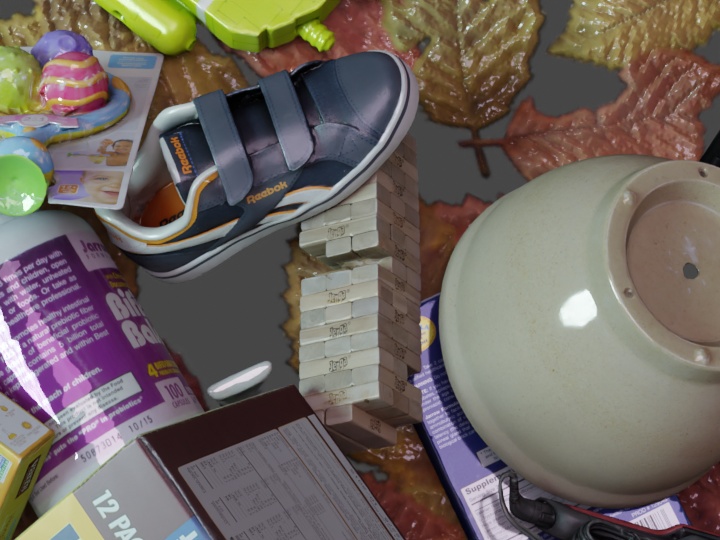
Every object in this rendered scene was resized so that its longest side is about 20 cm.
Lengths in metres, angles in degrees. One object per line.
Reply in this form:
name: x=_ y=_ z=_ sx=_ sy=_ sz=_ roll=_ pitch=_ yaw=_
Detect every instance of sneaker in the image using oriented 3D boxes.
sneaker: x=-0.062 y=-0.066 z=1.085 sx=0.199 sy=0.079 sz=0.079 roll=-35 pitch=55 yaw=13

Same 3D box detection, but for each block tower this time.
block tower: x=0.000 y=0.000 z=1.100 sx=0.054 sy=0.058 sz=0.202 roll=-12 pitch=65 yaw=26

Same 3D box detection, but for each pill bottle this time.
pill bottle: x=-0.177 y=0.038 z=1.077 sx=0.112 sy=0.112 sz=0.201 roll=-31 pitch=81 yaw=-10

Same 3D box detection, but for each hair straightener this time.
hair straightener: x=0.166 y=0.154 z=1.049 sx=0.199 sy=0.077 sz=0.041 roll=23 pitch=96 yaw=-13

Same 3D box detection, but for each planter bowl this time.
planter bowl: x=0.158 y=0.018 z=1.060 sx=0.199 sy=0.135 sz=0.202 roll=7 pitch=67 yaw=-18

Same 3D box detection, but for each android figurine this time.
android figurine: x=-0.081 y=-0.215 z=1.177 sx=0.199 sy=0.041 sz=0.182 roll=36 pitch=77 yaw=6

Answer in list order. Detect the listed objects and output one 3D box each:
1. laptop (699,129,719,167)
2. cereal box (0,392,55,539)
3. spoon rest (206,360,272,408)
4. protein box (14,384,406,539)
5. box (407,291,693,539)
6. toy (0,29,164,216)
laptop: x=0.340 y=-0.061 z=1.181 sx=0.199 sy=0.116 sz=0.188 roll=27 pitch=75 yaw=33
cereal box: x=-0.274 y=0.089 z=1.045 sx=0.199 sy=0.144 sz=0.040 roll=34 pitch=33 yaw=11
spoon rest: x=-0.031 y=0.149 z=1.095 sx=0.099 sy=0.061 sz=0.201 roll=-23 pitch=92 yaw=-7
protein box: x=-0.100 y=0.180 z=0.970 sx=0.198 sy=0.200 sz=0.135 roll=-40 pitch=81 yaw=17
box: x=0.101 y=0.098 z=1.119 sx=0.120 sy=0.032 sz=0.201 roll=-24 pitch=81 yaw=-9
toy: x=-0.178 y=-0.099 z=1.076 sx=0.114 sy=0.048 sz=0.201 roll=3 pitch=33 yaw=-1
